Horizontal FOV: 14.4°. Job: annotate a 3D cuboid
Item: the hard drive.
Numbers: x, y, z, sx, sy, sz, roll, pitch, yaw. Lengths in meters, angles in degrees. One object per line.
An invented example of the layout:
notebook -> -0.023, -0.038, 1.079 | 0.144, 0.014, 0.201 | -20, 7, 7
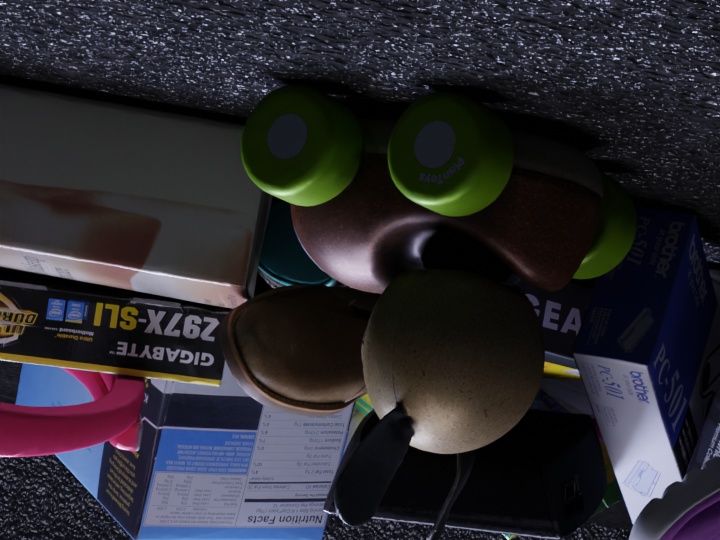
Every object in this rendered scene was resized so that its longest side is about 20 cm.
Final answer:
hard drive -> 0.060, 0.100, 1.499 | 0.135, 0.042, 0.200 | 6, -174, 11

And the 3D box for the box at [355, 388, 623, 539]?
box -> 0.079, 0.100, 1.867 | 0.200, 0.048, 0.117 | 39, -153, 19

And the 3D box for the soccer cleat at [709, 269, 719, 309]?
soccer cleat -> 0.229, 0.035, 1.627 | 0.200, 0.069, 0.085 | 9, 168, 26

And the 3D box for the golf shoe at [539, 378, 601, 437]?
golf shoe -> 0.126, 0.075, 1.933 | 0.200, 0.092, 0.075 | 7, 173, 29

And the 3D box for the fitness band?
fitness band -> -0.193, 0.056, 1.556 | 0.144, 0.037, 0.200 | 8, -164, -17

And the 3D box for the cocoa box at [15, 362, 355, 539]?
cocoa box -> -0.107, 0.067, 1.735 | 0.133, 0.131, 0.200 | 3, -161, -31

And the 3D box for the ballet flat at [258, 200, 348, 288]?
ballet flat -> 0.014, -0.009, 1.567 | 0.075, 0.068, 0.200 | 27, 162, -26

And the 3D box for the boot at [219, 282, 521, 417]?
boot -> 0.011, 0.029, 1.487 | 0.200, 0.074, 0.075 | -2, 158, -47

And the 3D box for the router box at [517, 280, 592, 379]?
router box -> 0.065, 0.025, 1.784 | 0.200, 0.051, 0.149 | 16, 171, -30

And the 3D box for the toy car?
toy car -> 0.028, 0.030, 1.360 | 0.158, 0.200, 0.164 | 5, 170, 32

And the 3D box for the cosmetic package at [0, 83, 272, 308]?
cosmetic package -> -0.149, -0.041, 1.487 | 0.200, 0.087, 0.103 | 10, 173, 2

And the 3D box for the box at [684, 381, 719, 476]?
box -> 0.237, 0.104, 1.565 | 0.143, 0.200, 0.036 | -16, -132, -34

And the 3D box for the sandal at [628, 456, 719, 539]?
sandal -> 0.229, 0.110, 1.488 | 0.050, 0.203, 0.082 | 46, 161, 35

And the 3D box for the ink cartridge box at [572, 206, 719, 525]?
ink cartridge box -> 0.163, 0.058, 1.543 | 0.044, 0.094, 0.200 | 10, 153, 21

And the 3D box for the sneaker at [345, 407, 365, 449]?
sneaker -> -0.045, 0.075, 1.932 | 0.131, 0.080, 0.200 | 23, -154, 2

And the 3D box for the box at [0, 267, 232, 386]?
box -> -0.158, 0.001, 1.615 | 0.160, 0.049, 0.200 | 9, -162, -10

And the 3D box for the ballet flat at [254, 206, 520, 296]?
ballet flat -> 0.000, 0.000, 1.663 | 0.200, 0.066, 0.057 | 6, 176, 31
